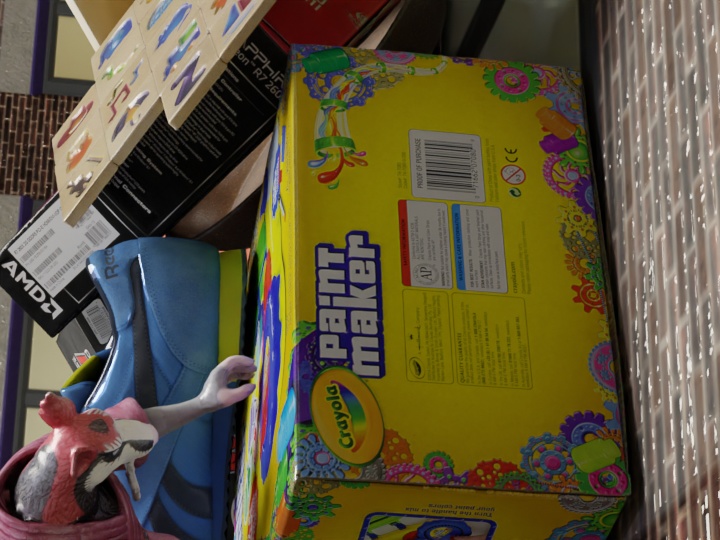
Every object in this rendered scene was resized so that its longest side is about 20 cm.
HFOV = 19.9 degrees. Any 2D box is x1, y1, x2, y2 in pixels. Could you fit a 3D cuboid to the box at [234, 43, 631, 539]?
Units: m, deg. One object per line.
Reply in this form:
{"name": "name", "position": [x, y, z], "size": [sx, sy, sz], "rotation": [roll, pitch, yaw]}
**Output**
{"name": "box", "position": [0.018, 0.050, 0.825], "size": [0.193, 0.122, 0.200], "rotation": [105, 167, -52]}

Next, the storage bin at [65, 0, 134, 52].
{"name": "storage bin", "position": [-0.084, -0.229, 1.058], "size": [0.200, 0.198, 0.094], "rotation": [60, -144, -6]}

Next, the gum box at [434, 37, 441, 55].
{"name": "gum box", "position": [0.006, -0.134, 1.165], "size": [0.114, 0.066, 0.201], "rotation": [118, 155, -70]}

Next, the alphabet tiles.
{"name": "alphabet tiles", "position": [-0.067, -0.113, 0.859], "size": [0.200, 0.008, 0.167], "rotation": [-51, 23, 12]}

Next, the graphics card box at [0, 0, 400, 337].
{"name": "graphics card box", "position": [-0.073, -0.064, 0.926], "size": [0.200, 0.051, 0.126], "rotation": [-42, 6, 33]}

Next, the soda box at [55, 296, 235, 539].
{"name": "soda box", "position": [-0.071, 0.095, 1.001], "size": [0.200, 0.063, 0.071], "rotation": [59, 159, 9]}

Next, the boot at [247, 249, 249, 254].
{"name": "boot", "position": [-0.062, -0.015, 1.116], "size": [0.107, 0.200, 0.075], "rotation": [69, -162, 1]}

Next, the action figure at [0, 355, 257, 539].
{"name": "action figure", "position": [-0.111, 0.112, 0.801], "size": [0.200, 0.148, 0.134], "rotation": [82, -171, -46]}

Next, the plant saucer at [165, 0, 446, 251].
{"name": "plant saucer", "position": [-0.021, -0.083, 1.010], "size": [0.200, 0.034, 0.200], "rotation": [-47, 17, 19]}

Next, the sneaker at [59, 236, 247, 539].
{"name": "sneaker", "position": [-0.093, 0.079, 0.901], "size": [0.066, 0.078, 0.201], "rotation": [-108, 21, -66]}
